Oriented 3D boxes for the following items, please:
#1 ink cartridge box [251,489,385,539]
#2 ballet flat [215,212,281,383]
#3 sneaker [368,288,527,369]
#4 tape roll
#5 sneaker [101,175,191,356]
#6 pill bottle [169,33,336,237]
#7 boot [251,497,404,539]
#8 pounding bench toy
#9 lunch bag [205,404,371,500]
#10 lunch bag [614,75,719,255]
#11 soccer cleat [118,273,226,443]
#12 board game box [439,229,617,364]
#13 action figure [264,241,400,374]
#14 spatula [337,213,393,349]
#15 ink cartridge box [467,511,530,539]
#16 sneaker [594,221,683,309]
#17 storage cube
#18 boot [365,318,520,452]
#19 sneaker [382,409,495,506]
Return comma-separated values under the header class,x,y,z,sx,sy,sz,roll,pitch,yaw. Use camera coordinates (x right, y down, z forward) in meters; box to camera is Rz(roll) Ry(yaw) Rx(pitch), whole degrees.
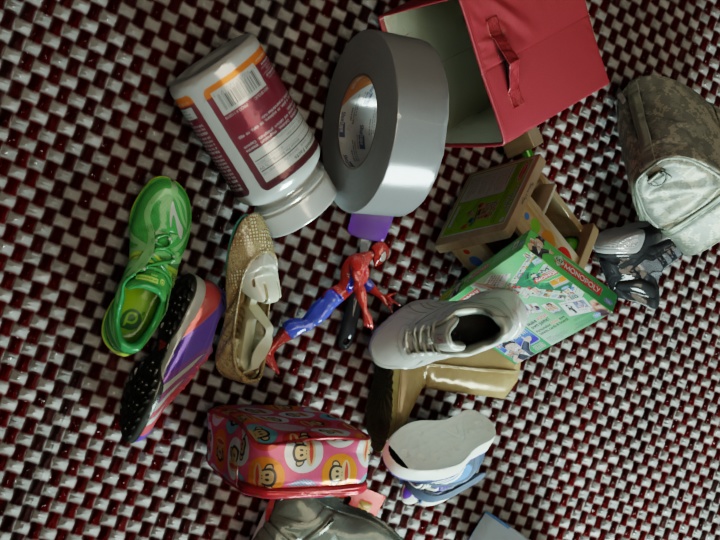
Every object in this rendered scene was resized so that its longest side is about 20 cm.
class,x,y,z,sx,sy,sz,roll,pitch,yaw
ink cartridge box,-0.061,0.358,1.269,0.159,0.050,0.203,27,88,-27
ballet flat,-0.117,0.037,1.133,0.070,0.065,0.204,-19,127,-45
sneaker,0.092,0.071,1.184,0.197,0.099,0.079,-19,91,19
tape roll,0.024,-0.164,1.143,0.065,0.199,0.205,3,97,-26
sneaker,-0.226,-0.001,1.112,0.073,0.083,0.204,15,91,-26
pill bottle,-0.114,-0.147,1.127,0.114,0.114,0.202,-37,112,-16
boot,-0.042,0.344,1.238,0.198,0.067,0.132,35,71,-16
pounding bench toy,0.218,-0.064,1.292,0.156,0.123,0.202,44,57,-25
lunch bag,-0.075,0.200,1.154,0.173,0.199,0.084,2,93,-25
lunch bag,0.416,-0.149,1.337,0.167,0.139,0.202,36,38,-27
soccer cleat,-0.208,0.107,1.151,0.073,0.068,0.203,26,87,-38
board game box,0.196,0.038,1.228,0.134,0.200,0.029,36,56,-10
action figure,-0.022,0.057,1.214,0.099,0.065,0.200,43,87,-8
spatula,0.000,0.000,1.256,0.055,0.021,0.204,11,94,-21
ink cartridge box,0.248,0.422,1.389,0.199,0.116,0.068,38,83,-26
sneaker,0.419,-0.011,1.431,0.196,0.075,0.116,-11,103,-18
storage cube,0.158,-0.261,1.199,0.178,0.199,0.174,-30,109,-25
boot,0.112,0.150,1.311,0.196,0.066,0.179,7,95,-28
sneaker,0.077,0.257,1.268,0.198,0.081,0.148,-10,139,-48
